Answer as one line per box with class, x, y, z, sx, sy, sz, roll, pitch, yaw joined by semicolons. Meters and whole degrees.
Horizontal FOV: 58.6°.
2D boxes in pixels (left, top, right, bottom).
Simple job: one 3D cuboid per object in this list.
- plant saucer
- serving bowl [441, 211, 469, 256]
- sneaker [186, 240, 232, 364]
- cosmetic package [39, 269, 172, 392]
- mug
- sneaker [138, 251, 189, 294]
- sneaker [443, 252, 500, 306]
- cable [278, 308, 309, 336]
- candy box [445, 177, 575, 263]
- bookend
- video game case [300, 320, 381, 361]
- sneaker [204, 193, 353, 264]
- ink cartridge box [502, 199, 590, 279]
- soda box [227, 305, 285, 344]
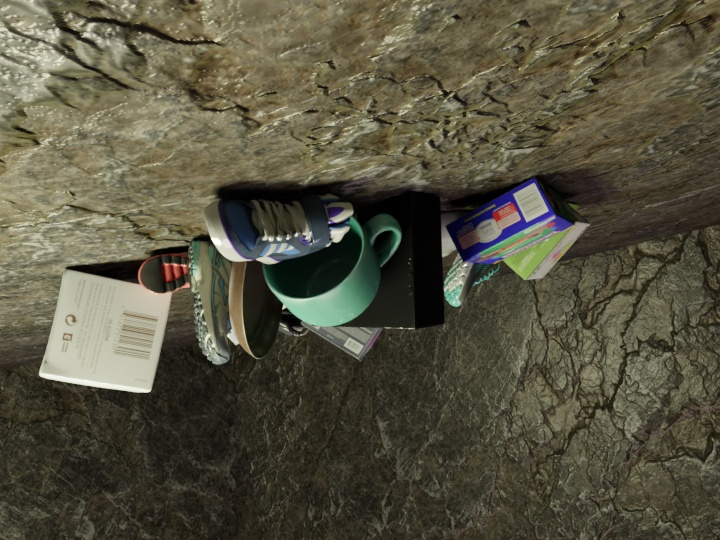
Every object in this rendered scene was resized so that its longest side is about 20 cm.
plant saucer;-0.151;0.027;0.934;0.032;0.201;0.200;3;175;8
serving bowl;0.122;-0.054;1.223;0.200;0.066;0.200;-12;173;-1
sneaker;-0.199;0.038;0.932;0.086;0.200;0.078;-4;150;-20
cosmetic package;-0.423;0.109;1.068;0.166;0.168;0.200;13;165;-21
mug;-0.033;0.003;0.917;0.185;0.152;0.114;0;149;22
sneaker;-0.257;-0.010;1.038;0.200;0.074;0.087;-6;-173;-21
sneaker;0.228;-0.007;1.240;0.091;0.200;0.078;31;150;-9
cable;-0.155;0.036;1.228;0.163;0.200;0.051;-56;171;-47
candy box;0.263;-0.078;1.106;0.169;0.077;0.200;-29;168;24
bookend;0.022;-0.011;1.016;0.200;0.199;0.092;-3;179;36
video game case;0.001;0.044;1.140;0.143;0.200;0.019;27;167;33
sneaker;-0.086;-0.066;0.791;0.146;0.081;0.200;-21;168;13
ink cartridge box;0.384;-0.062;1.278;0.200;0.076;0.148;-1;133;-54
soda box;-0.153;0.032;1.079;0.200;0.063;0.068;-37;-156;4
